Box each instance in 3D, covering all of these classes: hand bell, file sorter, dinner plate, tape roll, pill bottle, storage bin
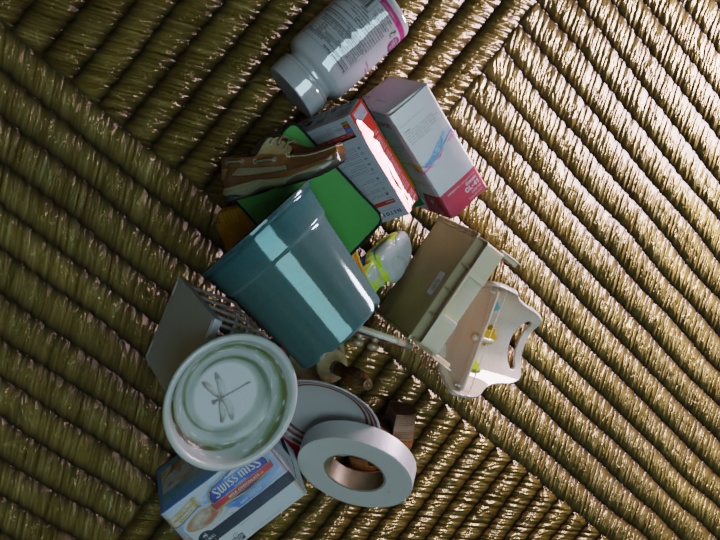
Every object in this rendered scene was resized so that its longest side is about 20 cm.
[{"bbox_3d":[-0.029,0.158,1.578,0.102,0.199,0.107,-4,100,-26],"label":"hand bell"},{"bbox_3d":[-0.222,0.121,1.498,0.123,0.200,0.141,22,96,-30],"label":"file sorter"},{"bbox_3d":[-0.061,0.232,1.608,0.200,0.198,0.025,44,44,-26],"label":"dinner plate"},{"bbox_3d":[-0.005,0.319,1.636,0.202,0.201,0.037,43,43,-26],"label":"tape roll"},{"bbox_3d":[-0.033,-0.332,1.490,0.200,0.113,0.114,-43,116,-5],"label":"pill bottle"},{"bbox_3d":[0.140,0.032,1.621,0.093,0.198,0.202,35,90,-22],"label":"storage bin"}]

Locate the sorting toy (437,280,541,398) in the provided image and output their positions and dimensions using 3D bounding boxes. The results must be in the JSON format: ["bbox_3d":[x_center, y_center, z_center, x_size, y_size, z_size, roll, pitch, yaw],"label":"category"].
[{"bbox_3d":[0.235,0.121,1.747,0.177,0.106,0.204,16,98,-33],"label":"sorting toy"}]

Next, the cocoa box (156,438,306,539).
[{"bbox_3d":[-0.208,0.335,1.586,0.199,0.134,0.132,-36,115,0],"label":"cocoa box"}]

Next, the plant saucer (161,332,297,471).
[{"bbox_3d":[-0.185,0.176,1.390,0.196,0.050,0.205,-10,112,-25],"label":"plant saucer"}]

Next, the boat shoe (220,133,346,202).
[{"bbox_3d":[-0.118,-0.155,1.423,0.196,0.076,0.075,-14,95,21],"label":"boat shoe"}]

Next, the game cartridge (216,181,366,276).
[{"bbox_3d":[-0.108,-0.034,1.533,0.196,0.033,0.179,-14,113,19],"label":"game cartridge"}]

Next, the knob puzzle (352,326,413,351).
[{"bbox_3d":[-0.003,0.103,1.565,0.216,0.219,0.031,21,84,-26],"label":"knob puzzle"}]

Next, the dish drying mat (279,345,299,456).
[{"bbox_3d":[-0.147,0.225,1.657,0.075,0.018,0.204,-13,109,-18],"label":"dish drying mat"}]

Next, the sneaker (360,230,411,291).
[{"bbox_3d":[0.000,0.000,1.627,0.200,0.103,0.077,-47,131,-38],"label":"sneaker"}]

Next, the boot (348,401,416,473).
[{"bbox_3d":[-0.006,0.296,1.714,0.196,0.077,0.158,5,114,-21],"label":"boot"}]

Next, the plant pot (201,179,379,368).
[{"bbox_3d":[-0.086,0.014,1.401,0.200,0.200,0.197,-41,98,-6],"label":"plant pot"}]

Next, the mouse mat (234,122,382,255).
[{"bbox_3d":[-0.081,-0.094,1.471,0.200,0.008,0.161,47,113,1],"label":"mouse mat"}]

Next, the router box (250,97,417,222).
[{"bbox_3d":[-0.041,-0.143,1.507,0.181,0.197,0.049,57,38,-25],"label":"router box"}]

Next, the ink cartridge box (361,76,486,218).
[{"bbox_3d":[0.092,-0.193,1.564,0.085,0.147,0.202,-38,116,-10],"label":"ink cartridge box"}]

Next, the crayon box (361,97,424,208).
[{"bbox_3d":[-0.001,-0.153,1.550,0.201,0.125,0.051,55,38,-25],"label":"crayon box"}]
